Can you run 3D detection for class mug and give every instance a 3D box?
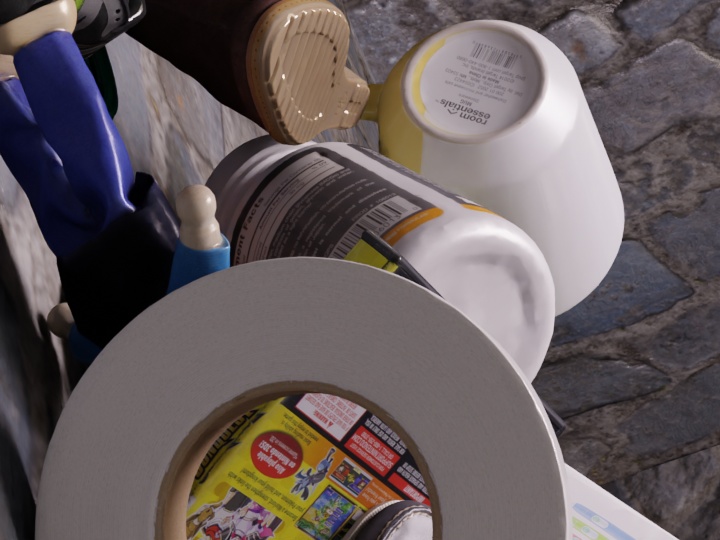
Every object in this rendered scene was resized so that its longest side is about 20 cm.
[{"bbox_3d":[0.057,-0.060,1.123,0.153,0.186,0.150,72,-1,-59],"label":"mug"}]

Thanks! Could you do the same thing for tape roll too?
[{"bbox_3d":[-0.021,0.096,0.719,0.037,0.202,0.203,29,42,-80],"label":"tape roll"}]

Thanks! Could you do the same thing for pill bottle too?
[{"bbox_3d":[0.000,0.000,0.990,0.200,0.116,0.117,31,-30,54],"label":"pill bottle"}]

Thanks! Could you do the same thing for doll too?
[{"bbox_3d":[-0.097,-0.010,0.805,0.048,0.136,0.200,-29,90,-42],"label":"doll"}]

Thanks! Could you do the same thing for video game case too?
[{"bbox_3d":[-0.008,0.096,0.837,0.025,0.181,0.200,39,-3,35],"label":"video game case"}]

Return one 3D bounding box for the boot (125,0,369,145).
[{"bbox_3d":[-0.087,-0.125,1.007,0.073,0.166,0.200,-66,170,0],"label":"boot"}]

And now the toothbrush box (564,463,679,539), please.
[{"bbox_3d":[0.070,0.214,0.946,0.086,0.146,0.200,32,-41,24],"label":"toothbrush box"}]

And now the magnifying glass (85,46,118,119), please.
[{"bbox_3d":[-0.147,-0.083,1.007,0.200,0.022,0.080,-105,173,-48],"label":"magnifying glass"}]

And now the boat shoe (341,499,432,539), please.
[{"bbox_3d":[0.015,0.178,0.775,0.073,0.063,0.200,31,53,-22],"label":"boat shoe"}]

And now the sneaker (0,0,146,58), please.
[{"bbox_3d":[-0.147,-0.141,0.880,0.200,0.083,0.071,35,34,-80],"label":"sneaker"}]
